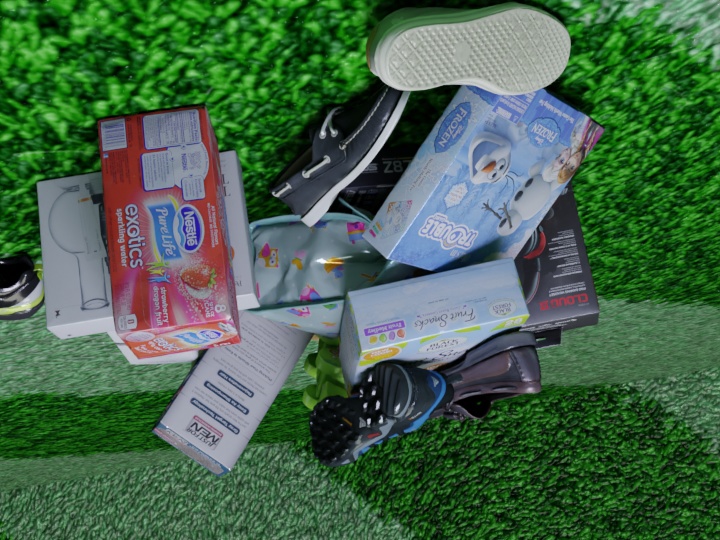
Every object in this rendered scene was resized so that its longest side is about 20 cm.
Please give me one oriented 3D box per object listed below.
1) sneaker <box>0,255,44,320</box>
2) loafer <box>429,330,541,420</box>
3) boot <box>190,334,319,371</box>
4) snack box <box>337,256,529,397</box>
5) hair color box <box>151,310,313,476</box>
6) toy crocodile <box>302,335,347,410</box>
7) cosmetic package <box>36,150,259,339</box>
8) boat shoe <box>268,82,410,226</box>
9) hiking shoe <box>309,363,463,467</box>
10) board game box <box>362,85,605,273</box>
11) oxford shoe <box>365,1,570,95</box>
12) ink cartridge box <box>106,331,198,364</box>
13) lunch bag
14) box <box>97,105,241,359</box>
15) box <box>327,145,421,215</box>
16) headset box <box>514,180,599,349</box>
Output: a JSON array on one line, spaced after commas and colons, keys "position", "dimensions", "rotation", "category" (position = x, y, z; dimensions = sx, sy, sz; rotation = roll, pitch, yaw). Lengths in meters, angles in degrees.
[{"position": [-0.458, 0.012, 1.224], "dimensions": [0.199, 0.072, 0.083], "rotation": [-6, 140, -16], "category": "sneaker"}, {"position": [0.115, 0.124, 1.094], "dimensions": [0.072, 0.063, 0.200], "rotation": [-6, 159, -30], "category": "loafer"}, {"position": [-0.122, 0.120, 1.354], "dimensions": [0.199, 0.156, 0.073], "rotation": [9, 165, -17], "category": "boot"}, {"position": [0.066, 0.065, 1.093], "dimensions": [0.168, 0.068, 0.200], "rotation": [-12, 160, -8], "category": "snack box"}, {"position": [-0.148, 0.128, 1.262], "dimensions": [0.100, 0.201, 0.061], "rotation": [36, 152, -8], "category": "hair color box"}, {"position": [-0.030, 0.113, 1.260], "dimensions": [0.061, 0.068, 0.200], "rotation": [17, -157, -9], "category": "toy crocodile"}, {"position": [-0.207, -0.025, 1.044], "dimensions": [0.199, 0.152, 0.052], "rotation": [-10, 164, -1], "category": "cosmetic package"}, {"position": [-0.024, -0.113, 0.997], "dimensions": [0.060, 0.076, 0.200], "rotation": [34, 133, -9], "category": "boat shoe"}, {"position": [0.018, 0.153, 1.093], "dimensions": [0.086, 0.075, 0.200], "rotation": [4, 157, -32], "category": "hiking shoe"}, {"position": [0.122, -0.086, 1.019], "dimensions": [0.200, 0.043, 0.200], "rotation": [13, 116, -53], "category": "board game box"}, {"position": [0.087, -0.180, 0.861], "dimensions": [0.199, 0.076, 0.058], "rotation": [-9, -155, -31], "category": "oxford shoe"}, {"position": [-0.225, 0.011, 1.164], "dimensions": [0.083, 0.146, 0.200], "rotation": [-3, 164, -4], "category": "ink cartridge box"}, {"position": [0.000, 0.000, 1.139], "dimensions": [0.199, 0.123, 0.170], "rotation": [-10, 162, 32], "category": "lunch bag"}, {"position": [-0.167, -0.032, 0.950], "dimensions": [0.099, 0.201, 0.096], "rotation": [-9, 163, -2], "category": "box"}, {"position": [0.033, -0.078, 1.188], "dimensions": [0.160, 0.049, 0.200], "rotation": [-3, 163, -13], "category": "box"}, {"position": [0.190, -0.006, 1.250], "dimensions": [0.148, 0.201, 0.075], "rotation": [-11, 164, 8], "category": "headset box"}]
